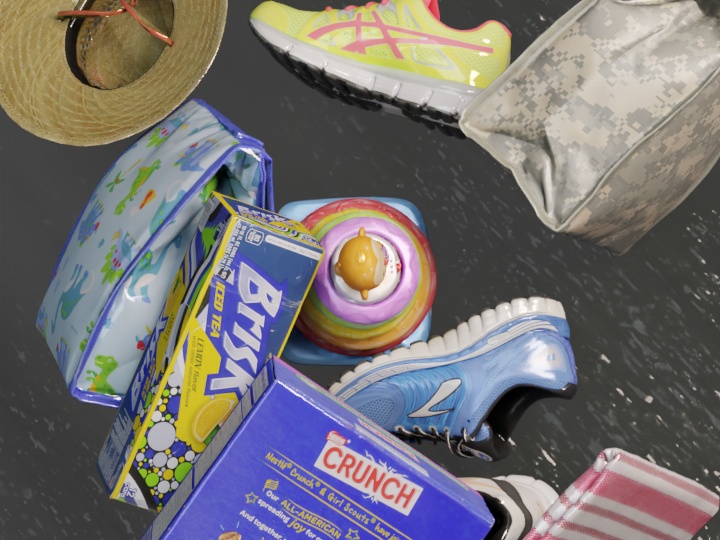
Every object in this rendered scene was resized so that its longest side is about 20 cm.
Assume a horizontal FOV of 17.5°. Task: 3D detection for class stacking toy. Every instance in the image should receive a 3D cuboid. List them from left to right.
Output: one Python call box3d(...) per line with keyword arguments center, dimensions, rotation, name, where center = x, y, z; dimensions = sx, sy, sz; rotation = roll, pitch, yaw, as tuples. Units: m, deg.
box3d(center=(0.000, 0.000, 1.524), dimensions=(0.110, 0.200, 0.116), rotation=(-1, 85, -2), name="stacking toy")

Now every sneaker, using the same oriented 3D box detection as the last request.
box3d(center=(0.018, -0.158, 1.624), dimensions=(0.200, 0.078, 0.090), rotation=(20, 83, 19), name="sneaker")
box3d(center=(0.032, 0.166, 1.567), dimensions=(0.200, 0.080, 0.074), rotation=(-9, 82, 24), name="sneaker")
box3d(center=(0.054, 0.092, 1.567), dimensions=(0.200, 0.079, 0.089), rotation=(-26, 71, 18), name="sneaker")

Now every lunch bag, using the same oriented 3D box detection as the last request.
box3d(center=(-0.127, -0.011, 1.597), dimensions=(0.200, 0.127, 0.170), rotation=(-68, 22, 8), name="lunch bag")
box3d(center=(0.182, -0.118, 1.490), dimensions=(0.200, 0.164, 0.118), rotation=(-44, 72, 12), name="lunch bag")

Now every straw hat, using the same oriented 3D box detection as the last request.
box3d(center=(-0.166, -0.167, 1.694), dimensions=(0.201, 0.085, 0.201), rotation=(-6, 69, 17), name="straw hat")

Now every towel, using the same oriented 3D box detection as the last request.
box3d(center=(0.127, 0.194, 1.486), dimensions=(0.200, 0.146, 0.030), rotation=(-47, 55, 11), name="towel")

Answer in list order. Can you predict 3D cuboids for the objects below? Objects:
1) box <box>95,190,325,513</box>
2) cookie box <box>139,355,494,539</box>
box3d(center=(-0.097, 0.056, 1.499), dimensions=(0.200, 0.070, 0.064), rotation=(-66, 23, 10), name="box")
box3d(center=(-0.042, 0.184, 1.467), dimensions=(0.171, 0.075, 0.200), rotation=(35, 96, -12), name="cookie box")
